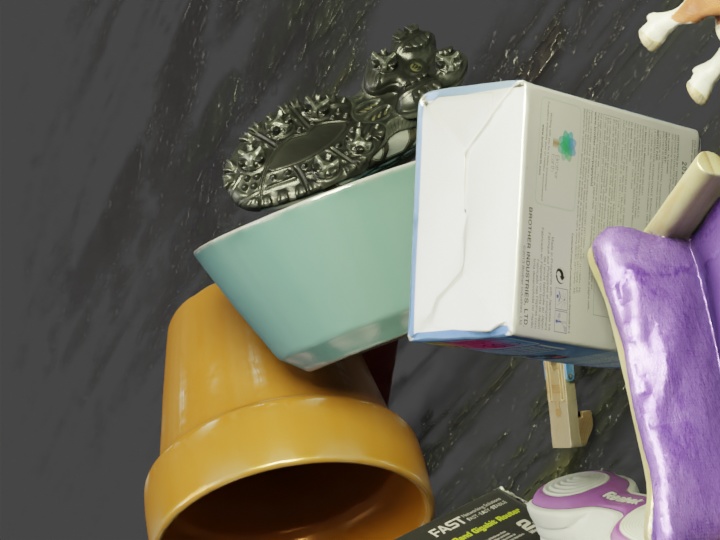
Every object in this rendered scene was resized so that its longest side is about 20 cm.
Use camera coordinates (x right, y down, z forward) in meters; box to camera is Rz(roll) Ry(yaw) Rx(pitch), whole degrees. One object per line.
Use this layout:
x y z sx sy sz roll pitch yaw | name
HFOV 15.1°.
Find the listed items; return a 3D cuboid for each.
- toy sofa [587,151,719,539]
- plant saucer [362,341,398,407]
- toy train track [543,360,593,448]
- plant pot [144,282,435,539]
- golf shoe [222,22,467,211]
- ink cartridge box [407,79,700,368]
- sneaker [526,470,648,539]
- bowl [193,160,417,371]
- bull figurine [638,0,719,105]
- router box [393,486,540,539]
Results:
0.187 0.045 1.367 0.083 0.097 0.200 120 147 -55 | toy sofa
-0.028 0.087 2.091 0.200 0.037 0.200 -125 40 -61 | plant saucer
0.126 0.007 1.658 0.115 0.032 0.200 -10 85 64 | toy train track
-0.062 0.110 1.930 0.200 0.200 0.183 115 150 -50 | plant pot
-0.007 -0.081 1.844 0.078 0.200 0.095 45 152 26 | golf shoe
0.118 -0.018 1.480 0.076 0.200 0.137 -2 82 42 | ink cartridge box
0.162 0.172 1.505 0.200 0.075 0.100 -159 53 -70 | sneaker
0.000 0.000 1.822 0.105 0.201 0.201 69 159 2 | bowl
0.196 -0.160 1.380 0.121 0.065 0.200 -33 46 35 | bull figurine
0.035 0.235 1.654 0.062 0.200 0.150 28 122 32 | router box
